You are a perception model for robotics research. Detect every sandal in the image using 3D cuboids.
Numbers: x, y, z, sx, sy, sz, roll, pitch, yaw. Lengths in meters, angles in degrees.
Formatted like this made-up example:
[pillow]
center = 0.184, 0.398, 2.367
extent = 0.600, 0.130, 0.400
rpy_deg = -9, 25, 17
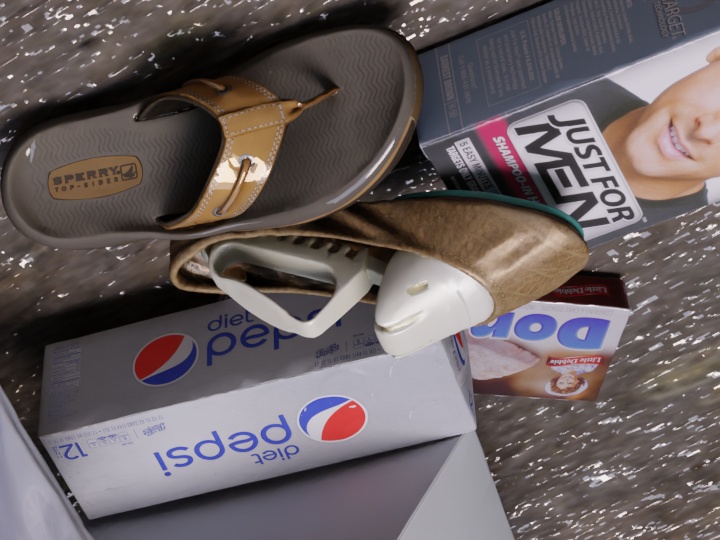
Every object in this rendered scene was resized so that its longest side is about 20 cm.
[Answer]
[sandal]
center = -0.070, -0.056, 1.003
extent = 0.200, 0.082, 0.055
rpy_deg = -10, 173, 12

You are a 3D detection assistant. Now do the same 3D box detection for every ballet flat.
[ballet flat]
center = 0.000, 0.000, 1.023
extent = 0.200, 0.072, 0.068
rpy_deg = 10, 146, 23

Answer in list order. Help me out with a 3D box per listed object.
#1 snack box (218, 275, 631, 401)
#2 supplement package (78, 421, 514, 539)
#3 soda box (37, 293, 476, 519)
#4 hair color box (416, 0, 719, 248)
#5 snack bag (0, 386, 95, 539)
[snack box]
center = 0.029, 0.028, 1.146
extent = 0.200, 0.024, 0.072
rpy_deg = 4, 135, -11
[supplement package]
center = -0.025, 0.191, 1.146
extent = 0.191, 0.147, 0.200
rpy_deg = 1, 126, 31
[soda box]
center = -0.049, 0.056, 1.102
extent = 0.200, 0.064, 0.068
rpy_deg = -14, 134, 10
[hair color box]
center = 0.132, -0.078, 1.021
extent = 0.200, 0.061, 0.099
rpy_deg = -21, 135, 14
[snack bag]
center = -0.192, 0.124, 1.109
extent = 0.021, 0.200, 0.189
rpy_deg = -15, 145, -35
